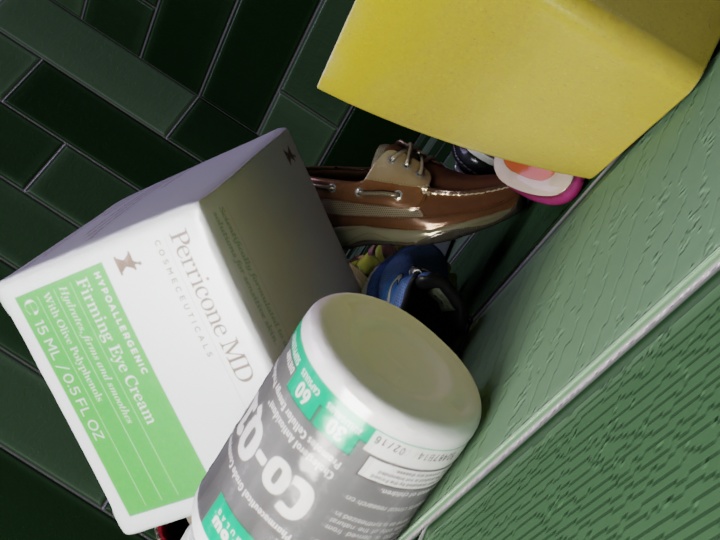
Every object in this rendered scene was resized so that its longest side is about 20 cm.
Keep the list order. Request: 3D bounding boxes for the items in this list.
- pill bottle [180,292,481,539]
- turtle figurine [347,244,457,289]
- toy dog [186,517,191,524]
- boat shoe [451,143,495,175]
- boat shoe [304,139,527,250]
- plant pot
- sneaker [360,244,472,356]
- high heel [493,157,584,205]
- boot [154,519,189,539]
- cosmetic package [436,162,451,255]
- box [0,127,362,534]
[{"bbox_3d":[-0.027,0.122,0.660,0.201,0.112,0.113,-58,3,24],"label":"pill bottle"},{"bbox_3d":[0.000,0.000,1.012,0.064,0.203,0.160,-27,6,-40],"label":"turtle figurine"},{"bbox_3d":[-0.057,0.165,0.996,0.200,0.096,0.132,-48,31,1],"label":"toy dog"},{"bbox_3d":[0.113,-0.102,1.007,0.061,0.075,0.200,-56,-8,23],"label":"boat shoe"},{"bbox_3d":[0.028,-0.060,0.896,0.076,0.197,0.075,-46,-53,-69],"label":"boat shoe"},{"bbox_3d":[0.113,-0.172,0.664,0.202,0.175,0.200,-59,3,-22],"label":"plant pot"},{"bbox_3d":[0.046,0.035,0.828,0.089,0.078,0.201,-44,16,28],"label":"sneaker"},{"bbox_3d":[0.137,-0.083,0.812,0.067,0.096,0.201,-46,27,19],"label":"high heel"},{"bbox_3d":[-0.136,0.211,1.109,0.151,0.072,0.203,70,-153,-54],"label":"boot"},{"bbox_3d":[0.048,-0.005,1.252,0.152,0.051,0.201,-59,3,38],"label":"cosmetic package"},{"bbox_3d":[-0.107,0.038,0.827,0.169,0.201,0.200,-20,14,20],"label":"box"}]
